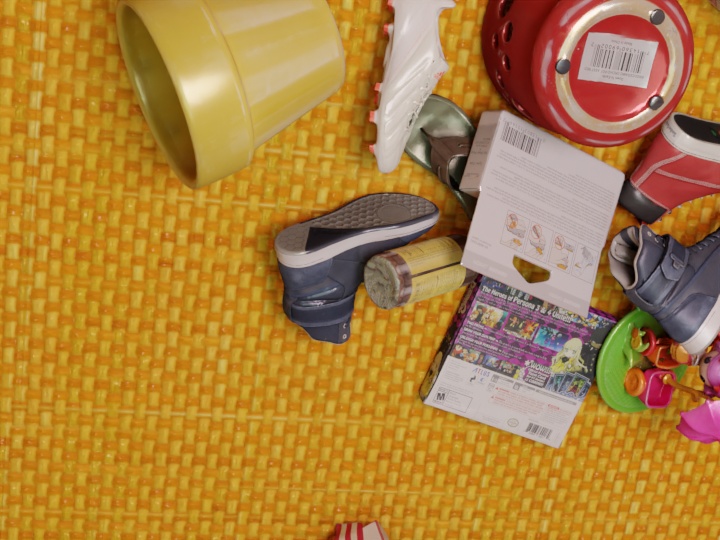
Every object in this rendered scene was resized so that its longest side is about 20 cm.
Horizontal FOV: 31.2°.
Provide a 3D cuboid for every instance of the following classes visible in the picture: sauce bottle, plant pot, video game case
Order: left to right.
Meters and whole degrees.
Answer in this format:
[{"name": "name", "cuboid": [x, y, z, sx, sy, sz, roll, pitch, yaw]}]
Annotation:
[{"name": "plant pot", "cuboid": [-0.125, -0.211, 1.313, 0.187, 0.200, 0.203, -25, 115, -18]}, {"name": "sauce bottle", "cuboid": [0.092, -0.005, 1.453, 0.198, 0.064, 0.066, -13, 118, -42]}, {"name": "video game case", "cuboid": [0.195, 0.108, 1.576, 0.197, 0.036, 0.183, 19, 106, -18]}, {"name": "plant pot", "cuboid": [0.244, -0.233, 1.375, 0.197, 0.183, 0.203, -4, 114, -9]}]

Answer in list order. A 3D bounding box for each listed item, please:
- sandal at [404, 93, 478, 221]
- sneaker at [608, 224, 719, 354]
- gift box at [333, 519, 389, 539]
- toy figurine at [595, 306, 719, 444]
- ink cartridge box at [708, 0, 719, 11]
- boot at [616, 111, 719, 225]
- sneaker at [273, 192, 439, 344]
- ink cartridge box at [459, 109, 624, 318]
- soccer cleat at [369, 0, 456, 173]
[{"name": "sandal", "cuboid": [0.117, -0.120, 1.449, 0.080, 0.057, 0.201, -43, 99, 5]}, {"name": "sneaker", "cuboid": [0.370, -0.027, 1.471, 0.145, 0.077, 0.203, 37, 61, -5]}, {"name": "gift box", "cuboid": [-0.012, 0.433, 1.590, 0.183, 0.201, 0.188, -31, 129, -1]}, {"name": "toy figurine", "cuboid": [0.397, 0.117, 1.523, 0.148, 0.184, 0.203, 4, 110, -29]}, {"name": "ink cartridge box", "cuboid": [0.462, -0.277, 1.373, 0.200, 0.144, 0.084, 45, 101, 13]}, {"name": "boot", "cuboid": [0.401, -0.101, 1.527, 0.197, 0.073, 0.145, 11, 130, -28]}, {"name": "sneaker", "cuboid": [-0.001, -0.001, 1.478, 0.200, 0.077, 0.148, -18, 127, -18]}, {"name": "ink cartridge box", "cuboid": [0.196, -0.061, 1.448, 0.198, 0.044, 0.179, 22, 82, -32]}, {"name": "soccer cleat", "cuboid": [0.055, -0.203, 1.392, 0.076, 0.069, 0.203, 9, 97, 3]}]
